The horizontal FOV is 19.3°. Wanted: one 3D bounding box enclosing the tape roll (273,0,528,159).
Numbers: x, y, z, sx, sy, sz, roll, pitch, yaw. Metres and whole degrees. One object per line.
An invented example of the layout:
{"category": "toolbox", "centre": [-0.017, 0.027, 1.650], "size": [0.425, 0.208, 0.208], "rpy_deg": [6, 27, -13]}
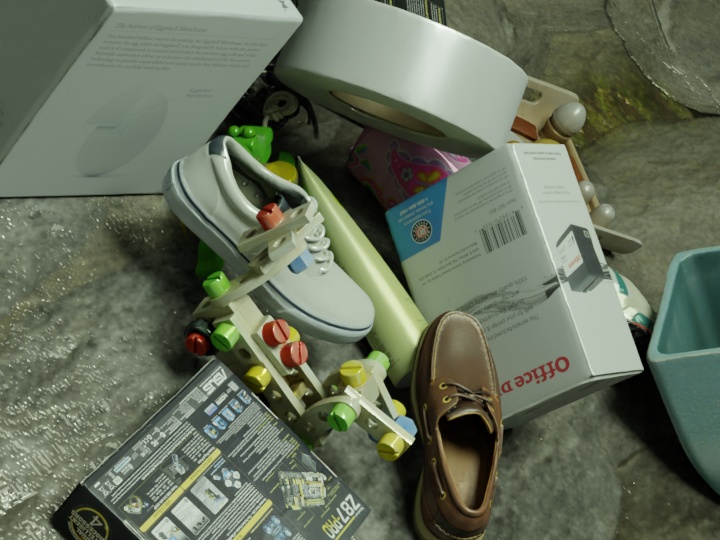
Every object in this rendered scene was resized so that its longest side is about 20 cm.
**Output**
{"category": "tape roll", "centre": [0.032, -0.158, 1.725], "size": [0.201, 0.071, 0.202], "rpy_deg": [20, -3, 1]}

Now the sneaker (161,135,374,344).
{"category": "sneaker", "centre": [-0.055, -0.021, 1.576], "size": [0.200, 0.071, 0.073], "rpy_deg": [39, 37, -22]}

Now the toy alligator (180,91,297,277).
{"category": "toy alligator", "centre": [-0.096, -0.084, 1.662], "size": [0.059, 0.054, 0.201], "rpy_deg": [6, 52, 20]}

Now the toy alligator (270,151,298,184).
{"category": "toy alligator", "centre": [-0.069, -0.022, 1.688], "size": [0.054, 0.059, 0.201], "rpy_deg": [-8, 46, -2]}

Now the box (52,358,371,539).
{"category": "box", "centre": [-0.095, 0.165, 1.442], "size": [0.161, 0.049, 0.200], "rpy_deg": [42, 32, 1]}

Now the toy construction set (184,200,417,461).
{"category": "toy construction set", "centre": [-0.047, 0.053, 1.527], "size": [0.092, 0.131, 0.201], "rpy_deg": [-35, 105, -45]}

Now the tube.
{"category": "tube", "centre": [0.000, 0.000, 1.725], "size": [0.052, 0.058, 0.200], "rpy_deg": [-11, 63, -49]}

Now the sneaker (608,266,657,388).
{"category": "sneaker", "centre": [0.202, 0.020, 1.931], "size": [0.200, 0.070, 0.093], "rpy_deg": [41, 21, -5]}

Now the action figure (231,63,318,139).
{"category": "action figure", "centre": [-0.104, -0.190, 1.798], "size": [0.199, 0.102, 0.119], "rpy_deg": [26, 24, -22]}

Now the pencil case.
{"category": "pencil case", "centre": [0.073, -0.056, 1.856], "size": [0.200, 0.087, 0.087], "rpy_deg": [46, 32, 6]}

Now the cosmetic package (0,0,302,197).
{"category": "cosmetic package", "centre": [-0.188, -0.165, 1.581], "size": [0.199, 0.200, 0.123], "rpy_deg": [-4, 54, -50]}

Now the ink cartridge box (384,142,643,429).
{"category": "ink cartridge box", "centre": [0.123, 0.016, 1.720], "size": [0.084, 0.145, 0.201], "rpy_deg": [-3, 70, -50]}

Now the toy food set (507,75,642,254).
{"category": "toy food set", "centre": [0.190, -0.111, 2.066], "size": [0.143, 0.060, 0.201], "rpy_deg": [15, 41, -37]}

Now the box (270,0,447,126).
{"category": "box", "centre": [-0.007, -0.239, 1.974], "size": [0.163, 0.086, 0.201], "rpy_deg": [26, 36, -25]}

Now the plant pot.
{"category": "plant pot", "centre": [0.383, 0.102, 1.893], "size": [0.197, 0.195, 0.201], "rpy_deg": [-63, 140, -57]}

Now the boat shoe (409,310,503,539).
{"category": "boat shoe", "centre": [0.080, 0.116, 1.621], "size": [0.072, 0.068, 0.201], "rpy_deg": [11, 58, -14]}
